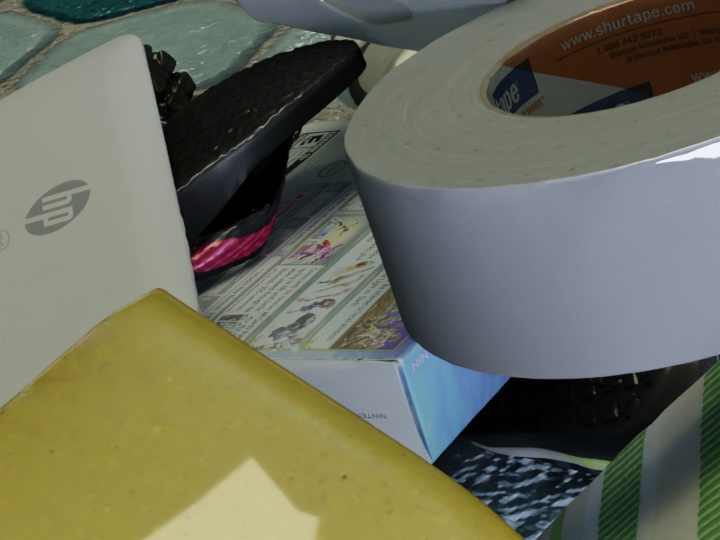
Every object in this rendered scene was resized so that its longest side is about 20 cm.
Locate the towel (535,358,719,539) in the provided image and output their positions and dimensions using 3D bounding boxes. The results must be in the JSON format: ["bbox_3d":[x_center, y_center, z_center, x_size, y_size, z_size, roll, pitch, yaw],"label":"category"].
[{"bbox_3d":[0.095,0.088,0.614,0.200,0.023,0.153,-49,11,28],"label":"towel"}]

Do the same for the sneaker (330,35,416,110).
[{"bbox_3d":[0.083,-0.130,1.121,0.199,0.074,0.079,-28,39,-13],"label":"sneaker"}]

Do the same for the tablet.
[{"bbox_3d":[-0.126,-0.009,0.747,0.130,0.014,0.200,-29,37,8],"label":"tablet"}]

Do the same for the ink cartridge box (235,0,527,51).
[{"bbox_3d":[0.043,-0.188,0.813,0.144,0.084,0.201,15,59,30],"label":"ink cartridge box"}]

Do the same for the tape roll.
[{"bbox_3d":[0.097,-0.044,0.658,0.199,0.067,0.201,-17,23,7],"label":"tape roll"}]

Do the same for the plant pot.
[{"bbox_3d":[-0.021,0.161,0.478,0.199,0.196,0.194,23,49,32],"label":"plant pot"}]

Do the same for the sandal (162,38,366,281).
[{"bbox_3d":[-0.068,-0.016,0.775,0.200,0.045,0.075,-47,27,-23],"label":"sandal"}]

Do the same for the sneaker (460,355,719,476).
[{"bbox_3d":[0.099,0.054,0.777,0.072,0.082,0.200,-65,21,-2],"label":"sneaker"}]

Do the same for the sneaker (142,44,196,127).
[{"bbox_3d":[-0.134,0.001,0.834,0.085,0.078,0.201,-16,37,49],"label":"sneaker"}]

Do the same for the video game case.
[{"bbox_3d":[0.000,0.000,0.783,0.180,0.046,0.200,-1,28,39],"label":"video game case"}]
